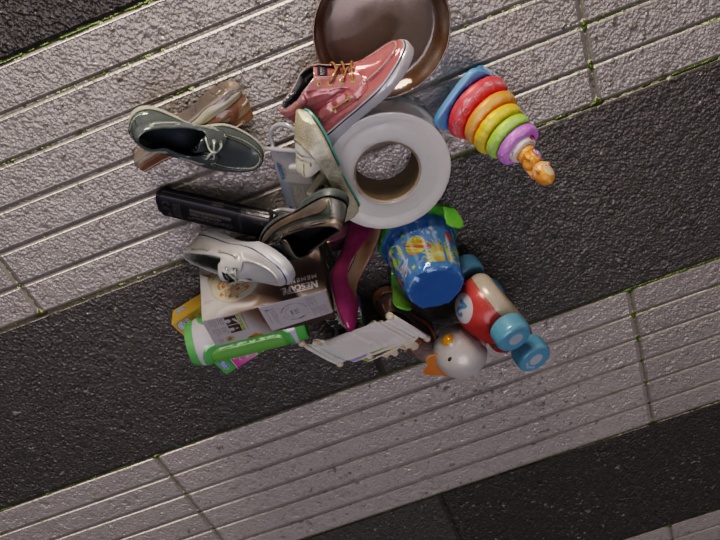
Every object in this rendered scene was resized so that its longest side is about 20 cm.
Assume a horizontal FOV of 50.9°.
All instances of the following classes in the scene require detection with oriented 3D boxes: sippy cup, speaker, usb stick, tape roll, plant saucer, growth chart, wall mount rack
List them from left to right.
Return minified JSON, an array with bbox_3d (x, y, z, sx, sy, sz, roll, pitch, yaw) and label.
[{"bbox_3d":[-0.223,-0.089,1.183,0.199,0.033,0.056,13,141,9],"label":"usb stick"},{"bbox_3d":[-0.190,0.101,1.277,0.199,0.089,0.089,-14,126,1],"label":"speaker"},{"bbox_3d":[-0.139,-0.129,1.188,0.173,0.075,0.201,8,130,27],"label":"wall mount rack"},{"bbox_3d":[0.011,0.127,1.323,0.199,0.018,0.145,-20,145,22],"label":"growth chart"},{"bbox_3d":[0.030,-0.345,1.082,0.199,0.032,0.201,-4,125,-5],"label":"plant saucer"},{"bbox_3d":[0.037,-0.168,1.182,0.201,0.071,0.203,-4,126,-6],"label":"tape roll"},{"bbox_3d":[0.108,-0.014,1.251,0.139,0.131,0.178,-16,134,-1],"label":"sippy cup"}]

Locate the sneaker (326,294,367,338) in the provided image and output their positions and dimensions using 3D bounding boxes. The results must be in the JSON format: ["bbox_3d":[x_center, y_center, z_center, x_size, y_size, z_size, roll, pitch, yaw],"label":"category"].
[{"bbox_3d":[-0.021,0.078,1.343,0.078,0.090,0.200,-5,146,1],"label":"sneaker"}]

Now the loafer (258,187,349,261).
[{"bbox_3d":[-0.091,-0.049,1.111,0.072,0.063,0.200,20,143,-32],"label":"loafer"}]

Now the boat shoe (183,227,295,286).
[{"bbox_3d":[-0.188,-0.006,1.155,0.067,0.199,0.074,-47,136,-30],"label":"boat shoe"}]

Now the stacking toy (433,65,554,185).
[{"bbox_3d":[0.213,-0.195,1.102,0.116,0.200,0.110,5,130,-53],"label":"stacking toy"}]

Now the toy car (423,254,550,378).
[{"bbox_3d":[0.182,0.116,1.301,0.200,0.185,0.177,-40,137,9],"label":"toy car"}]

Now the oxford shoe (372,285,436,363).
[{"bbox_3d":[0.086,0.118,1.387,0.071,0.073,0.200,-33,123,14],"label":"oxford shoe"}]

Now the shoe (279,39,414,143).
[{"bbox_3d":[-0.022,-0.266,1.066,0.091,0.072,0.200,33,119,-33],"label":"shoe"}]

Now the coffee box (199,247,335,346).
[{"bbox_3d":[-0.149,0.035,1.211,0.199,0.115,0.080,-13,141,2],"label":"coffee box"}]

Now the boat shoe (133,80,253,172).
[{"bbox_3d":[-0.246,-0.198,1.119,0.199,0.076,0.072,-29,126,14],"label":"boat shoe"}]

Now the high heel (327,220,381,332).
[{"bbox_3d":[0.000,0.000,1.221,0.095,0.201,0.067,-12,154,8],"label":"high heel"}]

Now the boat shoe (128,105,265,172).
[{"bbox_3d":[-0.226,-0.172,1.064,0.199,0.062,0.073,14,118,-27],"label":"boat shoe"}]

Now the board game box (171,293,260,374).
[{"bbox_3d":[-0.207,0.080,1.337,0.199,0.040,0.153,-32,123,14],"label":"board game box"}]

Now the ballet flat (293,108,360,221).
[{"bbox_3d":[-0.057,-0.138,1.090,0.062,0.067,0.200,-40,132,-12],"label":"ballet flat"}]
